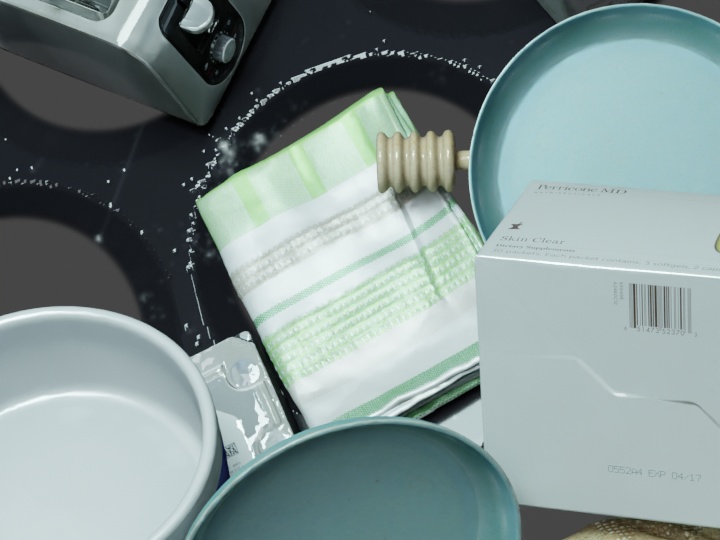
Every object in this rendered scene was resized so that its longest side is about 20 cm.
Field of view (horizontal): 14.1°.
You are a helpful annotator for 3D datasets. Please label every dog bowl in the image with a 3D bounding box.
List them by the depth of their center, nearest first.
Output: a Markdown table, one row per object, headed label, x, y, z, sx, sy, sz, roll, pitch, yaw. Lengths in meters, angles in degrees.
| label | x | y | z | sx | sy | sz | roll | pitch | yaw |
| --- | --- | --- | --- | --- | --- | --- | --- | --- | --- |
| dog bowl | -0.173 | 0.121 | 1.636 | 0.200 | 0.079 | 0.200 | -4 | 50 | 5 |

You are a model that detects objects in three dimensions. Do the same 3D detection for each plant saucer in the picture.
| label | x | y | z | sx | sy | sz | roll | pitch | yaw |
| --- | --- | --- | --- | --- | --- | --- | --- | --- | --- |
| plant saucer | -0.010 | 0.158 | 1.594 | 0.200 | 0.200 | 0.027 | -34 | 38 | 1 |
| plant saucer | 0.163 | -0.056 | 1.710 | 0.200 | 0.027 | 0.200 | 0 | 85 | 1 |

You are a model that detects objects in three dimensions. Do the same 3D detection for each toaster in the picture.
| label | x | y | z | sx | sy | sz | roll | pitch | yaw |
| --- | --- | --- | --- | --- | --- | --- | --- | --- | --- |
| toaster | -0.150 | -0.214 | 1.833 | 0.200 | 0.119 | 0.181 | 22 | 77 | 22 |

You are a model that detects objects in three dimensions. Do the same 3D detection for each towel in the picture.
| label | x | y | z | sx | sy | sz | roll | pitch | yaw |
| --- | --- | --- | --- | --- | --- | --- | --- | --- | --- |
| towel | 0.000 | 0.000 | 1.762 | 0.149 | 0.031 | 0.200 | -30 | 65 | 2 |

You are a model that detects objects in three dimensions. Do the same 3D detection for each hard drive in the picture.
| label | x | y | z | sx | sy | sz | roll | pitch | yaw |
| --- | --- | --- | --- | --- | --- | --- | --- | --- | --- |
| hard drive | -0.087 | 0.152 | 1.727 | 0.140 | 0.038 | 0.200 | -26 | 65 | 5 |

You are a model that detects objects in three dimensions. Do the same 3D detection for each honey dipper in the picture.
| label | x | y | z | sx | sy | sz | roll | pitch | yaw |
| --- | --- | --- | --- | --- | --- | --- | --- | --- | --- |
| honey dipper | 0.110 | -0.065 | 1.741 | 0.200 | 0.038 | 0.038 | 0 | 70 | 2 |

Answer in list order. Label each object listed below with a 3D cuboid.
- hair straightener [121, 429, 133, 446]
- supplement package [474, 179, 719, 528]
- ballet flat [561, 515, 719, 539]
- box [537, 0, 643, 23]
| label | x | y | z | sx | sy | sz | roll | pitch | yaw |
| --- | --- | --- | --- | --- | --- | --- | --- | --- | --- |
| hair straightener | -0.112 | 0.191 | 1.684 | 0.077 | 0.041 | 0.200 | -35 | 70 | 1 |
| supplement package | 0.176 | 0.047 | 1.610 | 0.200 | 0.111 | 0.156 | 5 | 115 | 18 |
| ballet flat | 0.184 | 0.160 | 1.644 | 0.200 | 0.071 | 0.065 | -3 | 42 | 11 |
| box | 0.139 | -0.290 | 1.751 | 0.200 | 0.171 | 0.199 | -37 | 66 | 0 |
